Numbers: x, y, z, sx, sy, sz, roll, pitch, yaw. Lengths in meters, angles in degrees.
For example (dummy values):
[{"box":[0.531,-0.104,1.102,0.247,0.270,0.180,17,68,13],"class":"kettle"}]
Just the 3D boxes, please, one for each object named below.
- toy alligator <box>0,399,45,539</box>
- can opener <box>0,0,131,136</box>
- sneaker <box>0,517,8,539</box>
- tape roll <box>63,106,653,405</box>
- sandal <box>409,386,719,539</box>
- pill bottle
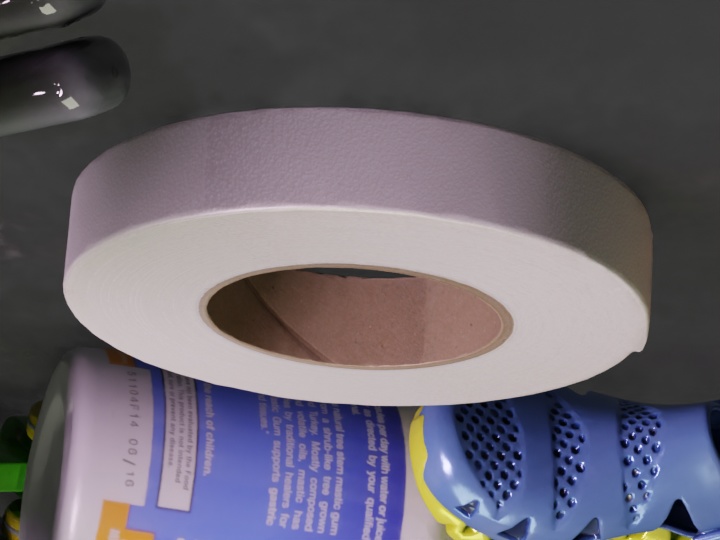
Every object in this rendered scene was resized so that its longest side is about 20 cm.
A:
[{"box":[-0.087,0.090,1.168,0.199,0.060,0.054,9,-161,-15],"class":"toy alligator"},{"box":[-0.147,-0.057,0.805,0.199,0.054,0.067,-9,-171,30],"class":"can opener"},{"box":[-0.222,0.146,1.150,0.202,0.146,0.077,38,-174,-20],"class":"sneaker"},{"box":[0.000,0.000,0.929,0.202,0.037,0.203,4,159,1],"class":"tape roll"},{"box":[0.111,0.073,1.067,0.199,0.080,0.087,8,150,-29],"class":"sandal"},{"box":[-0.029,0.099,1.093,0.199,0.113,0.112,10,159,-15],"class":"pill bottle"}]
